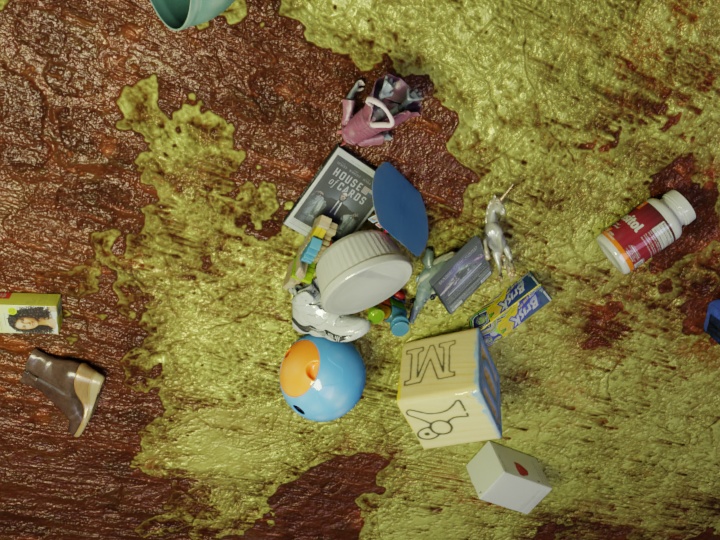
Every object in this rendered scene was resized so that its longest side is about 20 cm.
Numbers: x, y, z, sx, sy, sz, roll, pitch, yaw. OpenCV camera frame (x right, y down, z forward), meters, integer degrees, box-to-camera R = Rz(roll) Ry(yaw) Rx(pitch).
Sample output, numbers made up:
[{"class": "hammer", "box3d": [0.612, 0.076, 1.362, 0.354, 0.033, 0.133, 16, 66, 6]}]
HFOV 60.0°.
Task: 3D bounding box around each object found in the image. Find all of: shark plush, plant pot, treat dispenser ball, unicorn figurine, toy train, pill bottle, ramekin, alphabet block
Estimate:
[{"class": "shark plush", "box3d": [0.155, 0.034, 1.426, 0.090, 0.084, 0.200, 32, 110, -28]}, {"class": "plant pot", "box3d": [-0.247, -0.487, 0.965, 0.133, 0.200, 0.202, -22, 128, -31]}, {"class": "treat dispenser ball", "box3d": [-0.086, 0.241, 1.426, 0.198, 0.202, 0.203, -6, 122, -9]}, {"class": "unicorn figurine", "box3d": [0.307, -0.071, 1.388, 0.073, 0.139, 0.201, -3, 144, 8]}, {"class": "toy train", "box3d": [0.020, 0.075, 1.400, 0.198, 0.116, 0.085, 24, 113, -25]}, {"class": "pill bottle", "box3d": [0.664, -0.093, 1.450, 0.199, 0.113, 0.113, -37, 122, 10]}, {"class": "ramekin", "box3d": [0.000, 0.000, 1.283, 0.200, 0.095, 0.203, -20, 156, -10]}, {"class": "alphabet block", "box3d": [0.217, 0.285, 1.496, 0.198, 0.197, 0.196, -14, 125, 21]}]

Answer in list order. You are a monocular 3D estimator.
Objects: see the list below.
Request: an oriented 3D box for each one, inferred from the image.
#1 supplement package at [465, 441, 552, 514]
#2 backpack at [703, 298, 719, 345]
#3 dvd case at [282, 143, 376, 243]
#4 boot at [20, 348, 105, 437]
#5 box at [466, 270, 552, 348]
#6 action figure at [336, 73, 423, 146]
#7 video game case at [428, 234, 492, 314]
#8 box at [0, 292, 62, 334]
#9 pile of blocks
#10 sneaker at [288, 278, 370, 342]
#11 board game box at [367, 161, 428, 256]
[{"class": "supplement package", "box3d": [0.431, 0.604, 1.818, 0.199, 0.122, 0.120, 25, 113, -26]}, {"class": "backpack", "box3d": [1.028, 0.147, 1.630, 0.160, 0.201, 0.169, -13, 123, -4]}, {"class": "dvd case", "box3d": [-0.047, -0.144, 1.306, 0.149, 0.025, 0.201, 29, 111, -27]}, {"class": "boot", "box3d": [-0.677, 0.275, 1.404, 0.165, 0.073, 0.201, 23, 115, -11]}, {"class": "box", "box3d": [0.364, 0.096, 1.525, 0.200, 0.065, 0.070, -40, 122, 12]}, {"class": "action figure", "box3d": [0.022, -0.274, 1.168, 0.134, 0.150, 0.199, 41, 138, -21]}, {"class": "video game case", "box3d": [0.229, 0.014, 1.397, 0.143, 0.019, 0.200, -44, 150, -1]}, {"class": "box", "box3d": [-0.721, 0.086, 1.273, 0.197, 0.050, 0.076, 2, 121, -14]}, {"class": "pile of blocks", "box3d": [-0.096, -0.027, 1.307, 0.062, 0.083, 0.201, 20, 129, -19]}, {"class": "sneaker", "box3d": [-0.075, 0.086, 1.370, 0.198, 0.075, 0.116, 6, 122, 29]}, {"class": "board game box", "box3d": [0.070, -0.122, 1.279, 0.039, 0.160, 0.200, -16, 143, 35]}]
